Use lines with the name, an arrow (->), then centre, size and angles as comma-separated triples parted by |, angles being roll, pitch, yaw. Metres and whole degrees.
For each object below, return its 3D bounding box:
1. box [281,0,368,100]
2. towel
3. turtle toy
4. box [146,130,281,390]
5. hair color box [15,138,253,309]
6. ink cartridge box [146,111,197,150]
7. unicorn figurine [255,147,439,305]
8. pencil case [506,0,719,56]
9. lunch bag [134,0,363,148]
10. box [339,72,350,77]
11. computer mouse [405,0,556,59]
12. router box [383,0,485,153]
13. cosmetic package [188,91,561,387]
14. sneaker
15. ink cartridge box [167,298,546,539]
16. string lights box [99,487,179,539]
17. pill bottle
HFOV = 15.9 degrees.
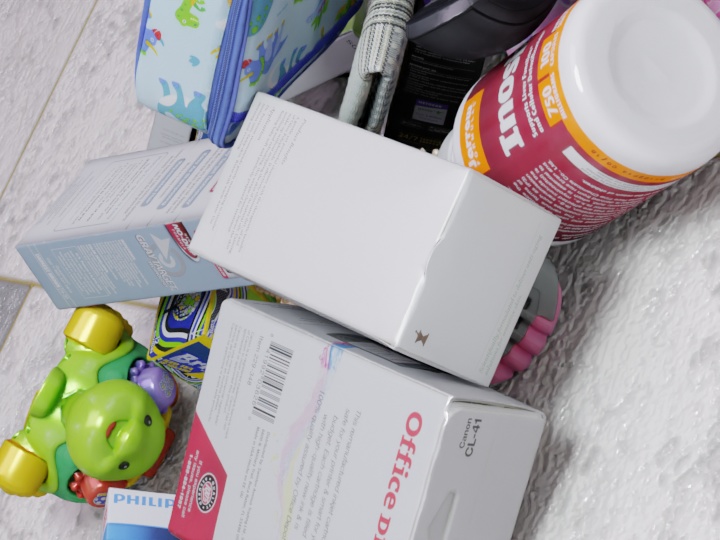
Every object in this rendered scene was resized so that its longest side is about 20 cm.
box -> -0.034, -0.208, 1.806 | 0.144, 0.036, 0.201 | -23, 45, 37
towel -> 0.013, -0.161, 1.608 | 0.200, 0.034, 0.194 | 106, 176, -66
turtle toy -> -0.179, 0.104, 1.774 | 0.146, 0.101, 0.200 | -62, 0, -4
box -> -0.087, -0.017, 1.795 | 0.064, 0.070, 0.201 | -23, 45, 41
hair color box -> -0.125, -0.034, 1.716 | 0.199, 0.061, 0.099 | -8, 35, 42
ink cartridge box -> -0.132, -0.100, 1.909 | 0.095, 0.037, 0.201 | -65, -2, -46
unicorn figurine -> 0.000, 0.000, 1.619 | 0.199, 0.074, 0.137 | -35, -4, 23
pencil case -> 0.168, -0.157, 1.518 | 0.199, 0.087, 0.088 | -2, 62, 56
lunch bag -> -0.056, -0.178, 1.556 | 0.200, 0.082, 0.161 | -49, -19, -49
box -> -0.019, -0.219, 1.895 | 0.200, 0.050, 0.159 | 6, 68, 59
computer mouse -> 0.115, -0.173, 1.459 | 0.140, 0.046, 0.200 | -25, 13, 33
router box -> 0.064, -0.194, 1.654 | 0.158, 0.052, 0.201 | 104, 178, -53
cosmetic package -> 0.004, -0.020, 1.458 | 0.199, 0.085, 0.108 | 26, 90, 47
sneaker -> 0.042, 0.039, 1.554 | 0.200, 0.079, 0.096 | -39, 23, 30
ink cartridge box -> -0.007, 0.114, 1.458 | 0.199, 0.085, 0.149 | 23, 100, 44
string lights box -> -0.138, 0.242, 1.599 | 0.201, 0.058, 0.103 | -94, 12, -51
pill bottle -> 0.122, -0.080, 1.465 | 0.200, 0.112, 0.114 | -36, 34, 60
